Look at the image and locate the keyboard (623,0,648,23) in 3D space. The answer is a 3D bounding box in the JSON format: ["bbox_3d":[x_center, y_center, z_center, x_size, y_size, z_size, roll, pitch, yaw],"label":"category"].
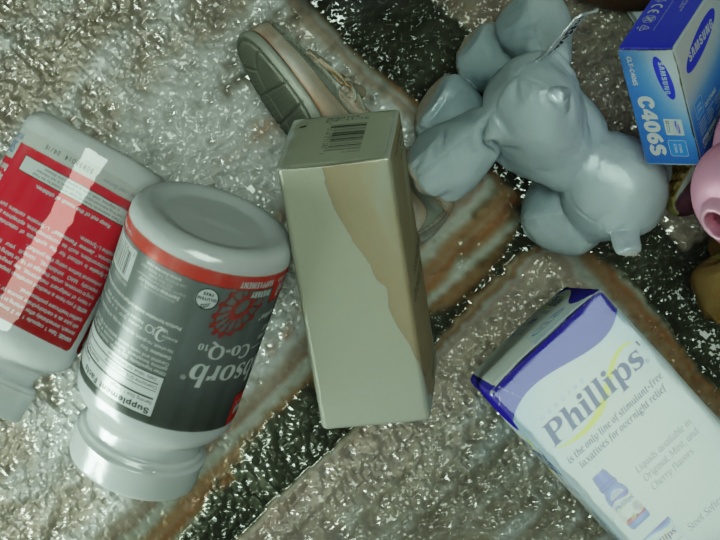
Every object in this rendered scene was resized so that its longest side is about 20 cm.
[{"bbox_3d":[0.218,-0.208,1.555,0.056,0.011,0.200,-33,91,-8],"label":"keyboard"}]

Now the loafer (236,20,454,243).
[{"bbox_3d":[-0.010,-0.102,1.518,0.063,0.072,0.200,-39,98,-20],"label":"loafer"}]

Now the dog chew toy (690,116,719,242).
[{"bbox_3d":[0.293,-0.082,1.406,0.200,0.125,0.125,-40,91,-32],"label":"dog chew toy"}]

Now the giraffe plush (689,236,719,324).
[{"bbox_3d":[0.351,0.025,1.501,0.200,0.172,0.162,-38,107,-42],"label":"giraffe plush"}]

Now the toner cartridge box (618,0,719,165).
[{"bbox_3d":[0.243,-0.168,1.462,0.043,0.200,0.095,3,130,33],"label":"toner cartridge box"}]

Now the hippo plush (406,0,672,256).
[{"bbox_3d":[0.149,-0.099,1.485,0.161,0.200,0.159,36,54,-21],"label":"hippo plush"}]

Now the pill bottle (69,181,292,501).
[{"bbox_3d":[-0.129,0.050,1.453,0.116,0.116,0.200,19,113,-3],"label":"pill bottle"}]

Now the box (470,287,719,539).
[{"bbox_3d":[0.182,0.117,1.461,0.105,0.184,0.200,-42,91,-1],"label":"box"}]

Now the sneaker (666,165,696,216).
[{"bbox_3d":[0.304,-0.103,1.523,0.090,0.075,0.200,40,87,-6],"label":"sneaker"}]

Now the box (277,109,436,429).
[{"bbox_3d":[0.000,0.000,1.456,0.078,0.095,0.200,-6,116,8],"label":"box"}]

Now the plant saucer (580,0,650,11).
[{"bbox_3d":[0.198,-0.291,1.536,0.200,0.034,0.201,0,86,-6],"label":"plant saucer"}]

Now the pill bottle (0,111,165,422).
[{"bbox_3d":[-0.228,-0.001,1.476,0.112,0.112,0.200,29,88,-2],"label":"pill bottle"}]
